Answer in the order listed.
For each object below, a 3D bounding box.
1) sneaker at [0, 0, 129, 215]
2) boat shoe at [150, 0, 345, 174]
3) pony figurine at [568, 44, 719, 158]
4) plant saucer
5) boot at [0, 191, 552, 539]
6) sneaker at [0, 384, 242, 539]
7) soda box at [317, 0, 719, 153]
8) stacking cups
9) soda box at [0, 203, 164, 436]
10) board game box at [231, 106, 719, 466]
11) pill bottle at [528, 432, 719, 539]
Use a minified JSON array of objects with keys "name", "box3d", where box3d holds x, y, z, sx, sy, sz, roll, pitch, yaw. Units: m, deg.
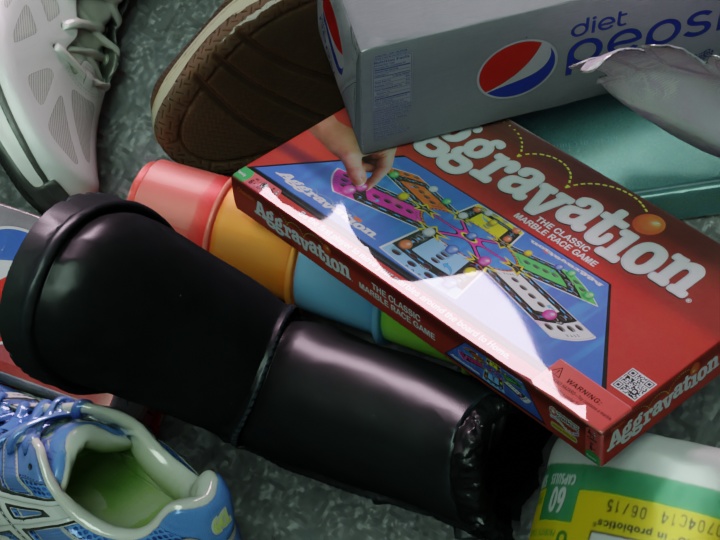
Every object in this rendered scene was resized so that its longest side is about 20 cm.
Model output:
[{"name":"sneaker","box3d":[-0.119,-0.127,0.808,0.114,0.076,0.202,-20,69,8]},{"name":"boat shoe","box3d":[-0.008,-0.122,0.797,0.202,0.075,0.075,-36,36,7]},{"name":"pony figurine","box3d":[0.200,-0.054,0.673,0.201,0.193,0.166,-54,31,0]},{"name":"plant saucer","box3d":[0.093,-0.051,0.773,0.198,0.019,0.071,-8,73,11]},{"name":"boot","box3d":[-0.022,0.042,0.683,0.161,0.198,0.074,21,83,23]},{"name":"sneaker","box3d":[-0.122,0.075,0.721,0.198,0.078,0.076,23,43,21]},{"name":"soda box","box3d":[0.084,-0.113,0.734,0.198,0.064,0.069,-14,57,-8]},{"name":"stacking cups","box3d":[0.000,0.000,0.755,0.198,0.061,0.061,17,79,20]},{"name":"soda box","box3d":[-0.171,0.006,0.790,0.198,0.063,0.071,18,79,17]},{"name":"board game box","box3d":[0.052,-0.010,0.697,0.103,0.020,0.199,-32,47,-29]},{"name":"pill bottle","box3d":[0.099,0.167,0.661,0.112,0.113,0.202,12,78,15]}]
